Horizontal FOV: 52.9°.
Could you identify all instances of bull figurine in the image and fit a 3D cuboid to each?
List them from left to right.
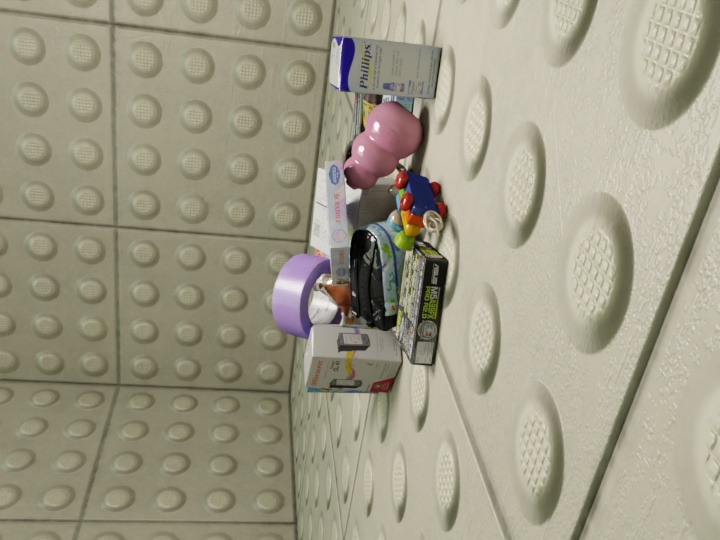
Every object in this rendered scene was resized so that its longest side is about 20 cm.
[{"bbox_3d":[-0.009,0.059,1.651,0.065,0.198,0.122,-79,-18,-62],"label":"bull figurine"}]

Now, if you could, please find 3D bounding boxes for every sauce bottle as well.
[{"bbox_3d":[0.036,-0.431,1.841,0.201,0.065,0.067,84,-176,-58],"label":"sauce bottle"}]

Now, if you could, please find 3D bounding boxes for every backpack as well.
[{"bbox_3d":[0.042,-0.002,1.499,0.163,0.153,0.202,27,137,60],"label":"backpack"}]

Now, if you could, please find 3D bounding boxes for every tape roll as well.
[{"bbox_3d":[-0.118,0.064,1.741,0.200,0.084,0.202,-26,-59,-53],"label":"tape roll"}]

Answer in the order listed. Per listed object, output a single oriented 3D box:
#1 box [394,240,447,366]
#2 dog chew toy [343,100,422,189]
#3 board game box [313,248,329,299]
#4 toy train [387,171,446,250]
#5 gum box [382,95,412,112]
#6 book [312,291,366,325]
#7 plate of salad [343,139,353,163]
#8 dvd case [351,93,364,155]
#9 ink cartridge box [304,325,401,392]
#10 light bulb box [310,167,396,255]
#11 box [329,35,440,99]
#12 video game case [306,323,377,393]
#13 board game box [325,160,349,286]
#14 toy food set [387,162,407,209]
[{"bbox_3d":[0.111,0.057,1.363,0.160,0.044,0.202,-120,36,-74],"label":"box"},{"bbox_3d":[0.040,-0.255,1.523,0.200,0.124,0.125,-51,21,14],"label":"dog chew toy"},{"bbox_3d":[-0.035,-0.020,1.914,0.199,0.056,0.198,-9,75,44],"label":"board game box"},{"bbox_3d":[0.098,-0.082,1.319,0.201,0.084,0.116,-98,28,-50],"label":"toy train"},{"bbox_3d":[0.084,-0.389,1.700,0.170,0.044,0.202,-132,46,-77],"label":"gum box"},{"bbox_3d":[-0.033,0.097,1.835,0.199,0.048,0.135,27,121,31],"label":"book"},{"bbox_3d":[-0.001,-0.263,2.011,0.200,0.048,0.202,-1,-90,-68],"label":"plate of salad"},{"bbox_3d":[0.016,-0.393,1.968,0.146,0.022,0.202,19,-105,-67],"label":"dvd case"},{"bbox_3d":[-0.020,0.199,1.614,0.148,0.198,0.086,106,164,-51],"label":"ink cartridge box"},{"bbox_3d":[-0.015,-0.131,1.747,0.198,0.124,0.202,30,118,50],"label":"light bulb box"},{"bbox_3d":[0.044,-0.420,1.489,0.184,0.198,0.106,-115,29,-70],"label":"box"},{"bbox_3d":[-0.031,0.215,1.728,0.046,0.179,0.201,-98,15,-49],"label":"video game case"},{"bbox_3d":[-0.049,-0.096,1.543,0.200,0.041,0.201,92,174,-67],"label":"board game box"},{"bbox_3d":[0.076,-0.130,1.596,0.144,0.060,0.202,-111,27,-67],"label":"toy food set"}]
